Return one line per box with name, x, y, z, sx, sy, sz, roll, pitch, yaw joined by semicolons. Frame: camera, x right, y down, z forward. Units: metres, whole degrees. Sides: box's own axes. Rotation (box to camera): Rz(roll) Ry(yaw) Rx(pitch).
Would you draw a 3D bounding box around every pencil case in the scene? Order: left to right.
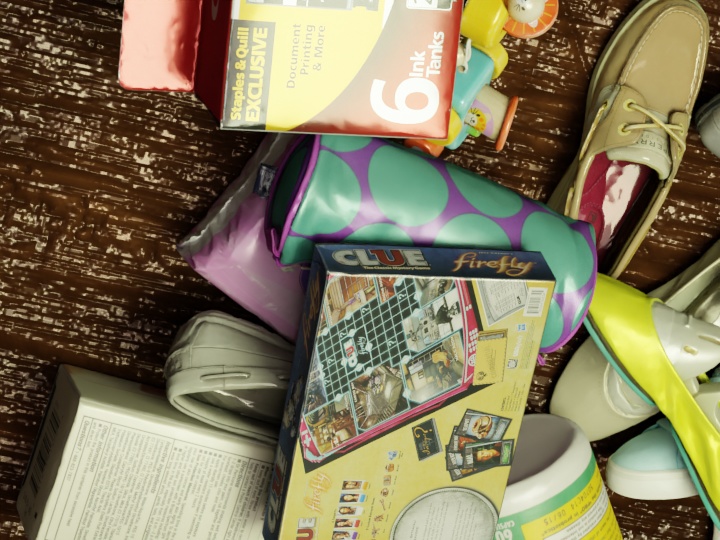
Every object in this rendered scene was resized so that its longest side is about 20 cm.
pencil case;0.040;-0.017;1.513;0.200;0.085;0.093;20;102;-21

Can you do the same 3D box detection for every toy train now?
toy train;0.097;-0.147;1.532;0.056;0.150;0.200;30;114;10

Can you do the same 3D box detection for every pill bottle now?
pill bottle;0.120;0.203;1.658;0.113;0.113;0.200;-23;110;-8

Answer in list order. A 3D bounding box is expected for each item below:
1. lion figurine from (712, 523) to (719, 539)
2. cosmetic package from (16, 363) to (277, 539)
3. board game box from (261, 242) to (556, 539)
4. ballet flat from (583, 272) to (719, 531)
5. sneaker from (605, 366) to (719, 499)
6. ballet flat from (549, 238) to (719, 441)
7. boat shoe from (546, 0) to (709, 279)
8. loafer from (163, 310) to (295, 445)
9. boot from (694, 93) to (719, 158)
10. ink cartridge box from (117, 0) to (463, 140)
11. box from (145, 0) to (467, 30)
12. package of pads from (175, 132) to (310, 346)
lion figurine;0.298;0.204;1.738;0.200;0.073;0.123;-20;123;6
cosmetic package;-0.099;0.135;1.596;0.200;0.087;0.104;17;99;-17
board game box;0.025;0.080;1.493;0.135;0.035;0.200;2;120;-16
ballet flat;0.207;0.072;1.600;0.067;0.067;0.200;-27;106;23
sneaker;0.242;0.083;1.683;0.200;0.074;0.082;-20;109;-21
ballet flat;0.204;0.041;1.661;0.200;0.069;0.069;-44;111;0
boat shoe;0.172;-0.075;1.620;0.074;0.066;0.200;17;100;-19
loafer;-0.022;0.088;1.547;0.200;0.070;0.070;18;134;-5
boot;0.296;-0.027;1.620;0.200;0.132;0.070;25;136;-22
ink cartridge box;-0.034;-0.179;1.417;0.175;0.084;0.201;1;106;-15
box;-0.030;-0.211;1.509;0.200;0.104;0.182;26;99;-19
package of pads;0.000;0.000;1.591;0.200;0.076;0.121;37;95;-21
